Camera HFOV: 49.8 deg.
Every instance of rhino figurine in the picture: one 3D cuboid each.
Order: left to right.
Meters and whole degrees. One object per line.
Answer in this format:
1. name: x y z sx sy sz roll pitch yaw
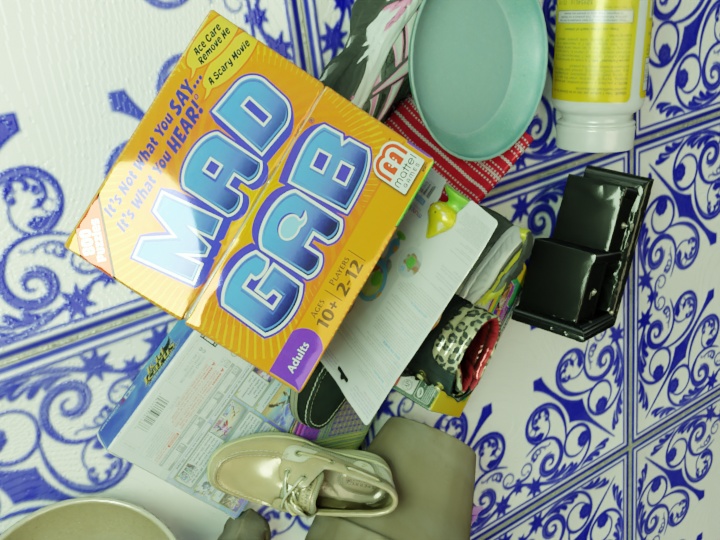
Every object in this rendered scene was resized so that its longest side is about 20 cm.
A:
1. rhino figurine: -0.135 0.317 0.792 0.059 0.200 0.089 11 102 4

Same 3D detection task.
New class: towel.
1. towel: -0.016 0.132 0.864 0.142 0.023 0.203 1 113 -52
2. towel: 0.076 -0.121 0.842 0.144 0.022 0.200 43 79 3

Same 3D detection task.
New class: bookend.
1. bookend: 0.281 -0.031 0.966 0.198 0.091 0.204 -3 108 -62

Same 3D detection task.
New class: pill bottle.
1. pill bottle: 0.290 -0.251 0.939 0.113 0.114 0.204 -11 110 -30

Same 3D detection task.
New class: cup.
1. cup: -0.259 0.341 0.725 0.198 0.201 0.145 -16 140 -28

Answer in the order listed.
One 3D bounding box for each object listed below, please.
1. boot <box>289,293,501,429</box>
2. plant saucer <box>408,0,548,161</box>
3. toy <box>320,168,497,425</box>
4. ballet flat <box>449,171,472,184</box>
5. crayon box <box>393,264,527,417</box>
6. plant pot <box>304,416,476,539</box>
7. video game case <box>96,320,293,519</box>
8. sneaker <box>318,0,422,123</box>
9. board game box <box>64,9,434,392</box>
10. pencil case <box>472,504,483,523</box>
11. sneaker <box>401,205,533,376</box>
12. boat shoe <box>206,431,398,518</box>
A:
1. boot: 0.028 0.088 0.734 0.073 0.153 0.206 25 96 -53
2. plant saucer: 0.115 -0.216 0.796 0.197 0.036 0.204 -10 107 -36
3. toy: 0.042 0.021 0.675 0.047 0.115 0.202 17 110 -39
4. ballet flat: 0.122 -0.129 0.892 0.201 0.067 0.068 -50 128 -11
5. crayon box: 0.125 0.067 0.913 0.202 0.058 0.172 -62 159 -3
6. plant pot: 0.055 0.276 0.913 0.199 0.198 0.176 37 67 -35
7. video game case: -0.140 0.133 0.810 0.181 0.045 0.201 42 80 -36
8. sneaker: 0.029 -0.229 0.807 0.086 0.080 0.202 29 96 -48
9. board game box: -0.087 -0.048 0.654 0.198 0.200 0.202 31 86 -6
10. pencil case: 0.089 0.383 1.017 0.083 0.085 0.203 14 95 -37
11. sneaker: 0.091 0.022 0.804 0.201 0.085 0.074 -49 151 5
12. boat shoe: -0.058 0.215 0.792 0.196 0.065 0.073 11 100 -12
